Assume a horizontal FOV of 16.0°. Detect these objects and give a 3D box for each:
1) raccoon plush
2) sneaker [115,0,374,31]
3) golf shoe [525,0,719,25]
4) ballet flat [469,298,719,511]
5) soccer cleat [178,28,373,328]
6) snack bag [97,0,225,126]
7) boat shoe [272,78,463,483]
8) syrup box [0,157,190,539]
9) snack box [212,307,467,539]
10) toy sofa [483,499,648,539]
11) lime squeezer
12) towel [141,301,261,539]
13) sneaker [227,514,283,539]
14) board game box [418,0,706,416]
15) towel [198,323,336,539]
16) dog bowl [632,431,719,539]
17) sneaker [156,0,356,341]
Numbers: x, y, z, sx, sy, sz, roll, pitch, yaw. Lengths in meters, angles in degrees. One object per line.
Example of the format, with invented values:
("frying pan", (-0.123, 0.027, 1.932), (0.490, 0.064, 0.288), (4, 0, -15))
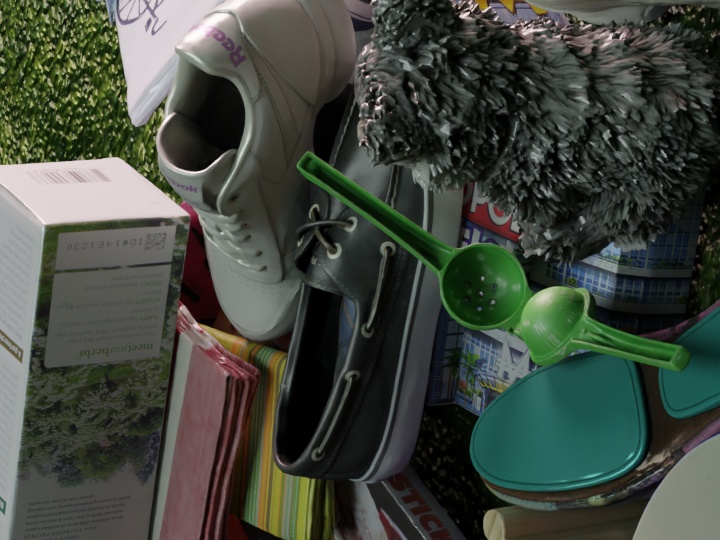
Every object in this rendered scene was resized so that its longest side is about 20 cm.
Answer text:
("raccoon plush", (0.092, -0.078, 0.975), (0.200, 0.134, 0.097), (-23, 62, 30))
("sneaker", (-0.050, -0.140, 1.266), (0.146, 0.077, 0.202), (-58, 36, 25))
("golf shoe", (0.117, -0.136, 1.019), (0.200, 0.091, 0.075), (-12, 81, 55))
("ballet flat", (0.132, 0.053, 1.023), (0.200, 0.071, 0.069), (-31, 53, 42))
("soccer cleat", (-0.035, -0.045, 1.269), (0.070, 0.086, 0.200), (39, 132, -8))
("snack bag", (-0.079, -0.190, 1.242), (0.189, 0.021, 0.200), (-45, 42, 35))
("boat shoe", (0.000, 0.000, 1.123), (0.069, 0.057, 0.200), (24, 112, 53))
("syrup box", (-0.144, 0.053, 1.232), (0.081, 0.079, 0.200), (37, 124, 50))
("snack box", (-0.012, 0.097, 1.220), (0.200, 0.024, 0.072), (52, 136, 29))
("toy sofa", (0.061, 0.178, 1.128), (0.098, 0.083, 0.200), (56, 137, 36))
("lime squeezer", (0.064, 0.006, 1.040), (0.200, 0.038, 0.071), (29, 153, 35))
("towel", (-0.115, 0.070, 1.283), (0.200, 0.023, 0.144), (40, 126, 48))
("sneaker", (-0.051, 0.065, 1.325), (0.082, 0.077, 0.200), (-33, 63, 22))
("board game box", (0.064, -0.037, 1.131), (0.200, 0.062, 0.200), (27, 115, 52))
("towel", (-0.072, 0.069, 1.254), (0.200, 0.018, 0.086), (17, 105, 53))
("dog bowl", (0.186, 0.150, 0.948), (0.200, 0.079, 0.200), (6, 97, 56))
("sneaker", (-0.059, -0.043, 1.149), (0.075, 0.100, 0.200), (29, 136, 28))
